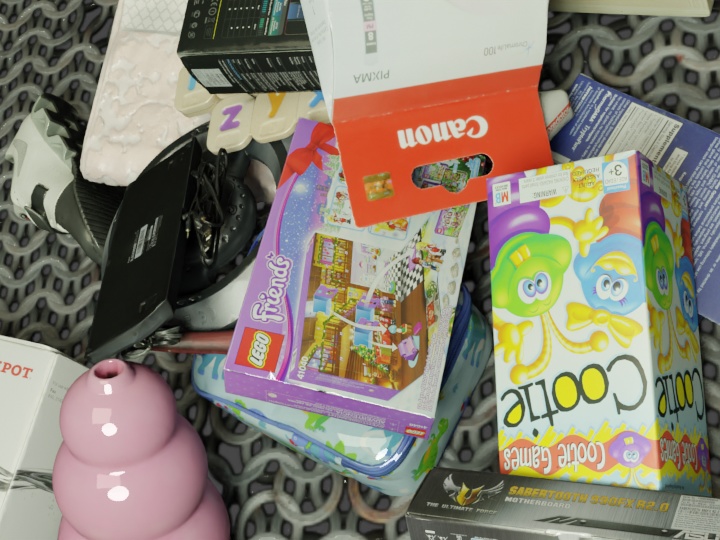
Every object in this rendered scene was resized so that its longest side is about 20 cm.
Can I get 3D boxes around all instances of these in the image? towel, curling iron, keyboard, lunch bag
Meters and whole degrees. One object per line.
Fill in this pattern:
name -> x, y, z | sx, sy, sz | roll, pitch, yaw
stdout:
towel -> -0.122, -0.156, 0.994 | 0.197, 0.032, 0.194 | 7, 81, 11
curling iron -> -0.072, 0.052, 0.811 | 0.197, 0.050, 0.026 | 3, 95, 5
keyboard -> -0.132, -0.016, 0.838 | 0.103, 0.040, 0.201 | -30, 34, 22
lunch bag -> -0.015, 0.055, 0.870 | 0.198, 0.083, 0.162 | 22, 76, 31

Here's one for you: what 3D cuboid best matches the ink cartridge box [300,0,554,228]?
ink cartridge box -> 0.051, -0.145, 0.777 | 0.161, 0.057, 0.203 | -13, 86, -21

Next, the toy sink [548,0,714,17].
toy sink -> 0.169, -0.278, 0.895 | 0.198, 0.112, 0.132 | 11, 74, 30

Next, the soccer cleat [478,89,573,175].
soccer cleat -> 0.076, -0.131, 0.904 | 0.085, 0.069, 0.200 | -36, 39, -14

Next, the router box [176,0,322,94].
router box -> -0.037, -0.229, 0.867 | 0.148, 0.062, 0.202 | 2, 69, 21

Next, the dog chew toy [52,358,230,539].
dog chew toy -> -0.157, 0.150, 0.831 | 0.123, 0.202, 0.125 | -3, 33, 2

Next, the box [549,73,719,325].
box -> 0.205, -0.047, 0.829 | 0.199, 0.032, 0.122 | 31, 86, 34

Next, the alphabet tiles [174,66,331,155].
alphabet tiles -> -0.054, -0.179, 0.921 | 0.198, 0.015, 0.198 | -11, 58, 26

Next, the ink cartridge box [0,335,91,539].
ink cartridge box -> -0.307, 0.159, 0.969 | 0.145, 0.086, 0.202 | 9, 72, 29

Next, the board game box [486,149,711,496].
board game box -> 0.149, 0.042, 0.753 | 0.104, 0.103, 0.203 | -9, 75, 31

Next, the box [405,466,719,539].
box -> 0.135, 0.200, 0.694 | 0.198, 0.160, 0.048 | 1, 28, 28

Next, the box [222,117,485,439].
box -> 0.000, 0.000, 0.797 | 0.135, 0.039, 0.202 | 13, 61, 3

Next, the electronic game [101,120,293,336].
electronic game -> -0.112, -0.034, 0.898 | 0.198, 0.042, 0.202 | -16, 53, 23

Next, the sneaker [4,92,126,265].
sneaker -> -0.258, -0.060, 1.050 | 0.088, 0.074, 0.201 | -44, 51, 15
